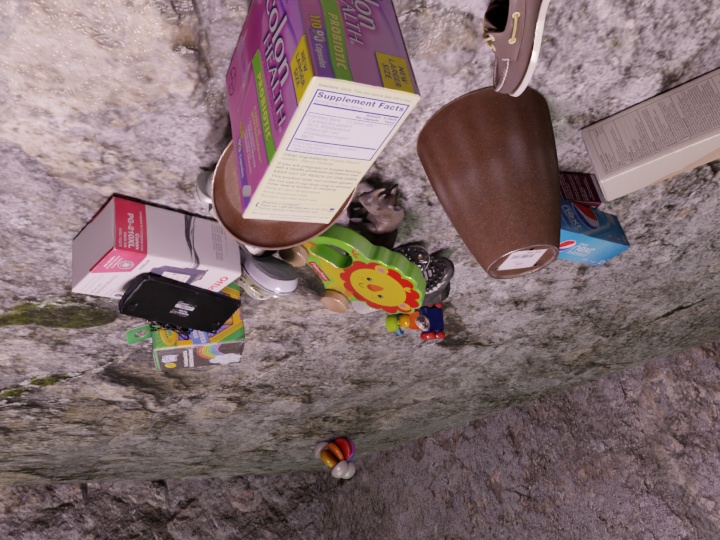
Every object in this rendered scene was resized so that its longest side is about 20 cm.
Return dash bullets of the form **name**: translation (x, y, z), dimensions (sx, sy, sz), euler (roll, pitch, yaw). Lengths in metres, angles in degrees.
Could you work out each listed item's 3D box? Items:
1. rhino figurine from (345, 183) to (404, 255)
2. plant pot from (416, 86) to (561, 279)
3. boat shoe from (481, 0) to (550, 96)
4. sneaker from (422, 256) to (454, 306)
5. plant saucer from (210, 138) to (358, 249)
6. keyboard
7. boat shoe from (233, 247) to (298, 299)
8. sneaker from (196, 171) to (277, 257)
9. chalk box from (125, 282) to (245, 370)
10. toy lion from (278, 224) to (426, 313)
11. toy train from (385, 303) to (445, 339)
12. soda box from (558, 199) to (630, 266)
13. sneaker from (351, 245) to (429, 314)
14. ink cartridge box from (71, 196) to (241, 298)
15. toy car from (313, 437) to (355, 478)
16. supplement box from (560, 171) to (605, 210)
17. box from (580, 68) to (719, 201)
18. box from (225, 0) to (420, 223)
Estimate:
- **rhino figurine**: translation (0.023, -0.078, 0.954), dimensions (0.086, 0.060, 0.200), euler (-2, 157, -7)
- **plant pot**: translation (0.184, -0.099, 0.814), dimensions (0.184, 0.202, 0.187), euler (-9, 155, -4)
- **boat shoe**: translation (0.153, -0.257, 0.623), dimensions (0.059, 0.073, 0.201), euler (-4, 151, -2)
- **sneaker**: translation (0.147, 0.023, 1.228), dimensions (0.089, 0.067, 0.200), euler (-4, 158, -23)
- **plant saucer**: translation (-0.094, -0.117, 0.778), dimensions (0.198, 0.037, 0.202), euler (-18, 134, -20)
- **keyboard**: translation (-0.281, 0.052, 0.945), dimensions (0.104, 0.040, 0.199), euler (-44, 147, 14)
- **boat shoe**: translation (-0.147, 0.012, 0.939), dimensions (0.071, 0.063, 0.200), euler (7, -169, -27)
- **sneaker**: translation (-0.139, -0.079, 0.866), dimensions (0.087, 0.075, 0.200), euler (-15, 156, 12)
- **chalk box**: translation (-0.313, 0.098, 1.111), dimensions (0.197, 0.125, 0.125), euler (-3, 155, -17)
- **toy lion**: translation (0.000, 0.000, 0.959), dimensions (0.190, 0.069, 0.200), euler (-2, 141, 37)
- **toy train**: translation (0.104, 0.109, 1.343), dimensions (0.114, 0.086, 0.200), euler (-7, 173, 24)
- **soda box**: translation (0.335, -0.060, 0.982), dimensions (0.198, 0.065, 0.068), euler (8, 147, -36)
- **sneaker**: translation (0.057, 0.012, 1.174), dimensions (0.200, 0.072, 0.072), euler (-40, 178, 36)
- **ink cartridge box**: translation (-0.295, -0.018, 0.912), dimensions (0.199, 0.085, 0.144), euler (13, 147, -43)
- **toy car**: translation (-0.090, 0.794, 2.694), dimensions (0.150, 0.175, 0.200), euler (-50, 151, -3)
- **supplement box**: translation (0.280, -0.108, 1.006), dimensions (0.198, 0.062, 0.109), euler (0, 152, -26)
- **box**: translation (0.422, -0.185, 0.867), dimensions (0.198, 0.096, 0.078), euler (-21, 155, 23)
- **box**: translation (-0.050, -0.171, 0.582), dimensions (0.096, 0.178, 0.200), euler (2, 153, -28)
